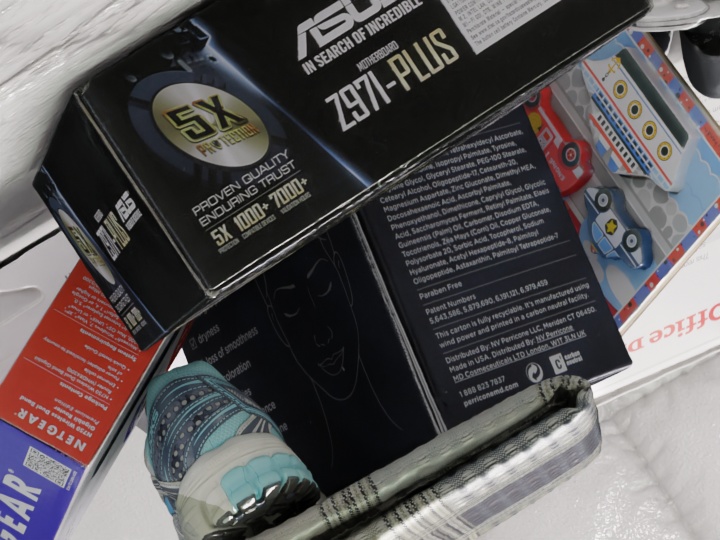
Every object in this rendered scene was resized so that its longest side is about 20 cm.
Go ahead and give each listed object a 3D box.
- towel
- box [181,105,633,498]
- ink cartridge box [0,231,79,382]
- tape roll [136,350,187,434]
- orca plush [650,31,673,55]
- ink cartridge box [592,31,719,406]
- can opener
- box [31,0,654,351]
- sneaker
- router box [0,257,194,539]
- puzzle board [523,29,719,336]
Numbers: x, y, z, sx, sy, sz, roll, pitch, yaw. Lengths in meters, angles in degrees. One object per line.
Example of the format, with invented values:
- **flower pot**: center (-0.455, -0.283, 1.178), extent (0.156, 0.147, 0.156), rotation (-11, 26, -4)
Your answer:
- **towel**: center (0.020, 0.113, 0.990), extent (0.200, 0.035, 0.193), rotation (-32, 167, 1)
- **box**: center (0.000, 0.000, 1.065), extent (0.124, 0.197, 0.200), rotation (-19, 172, -34)
- **ink cartridge box**: center (-0.219, 0.066, 1.214), extent (0.146, 0.086, 0.200), rotation (-34, -178, -32)
- **tape roll**: center (-0.061, 0.025, 1.310), extent (0.200, 0.200, 0.066), rotation (-34, -138, -25)
- **orca plush**: center (0.133, -0.178, 1.171), extent (0.105, 0.071, 0.200), rotation (1, -146, 13)
- **ink cartridge box**: center (0.134, -0.035, 1.205), extent (0.146, 0.200, 0.085), rotation (-22, -146, -19)
- **can opener**: center (0.155, -0.142, 1.059), extent (0.053, 0.067, 0.200), rotation (-6, -154, 9)
- **box**: center (-0.013, -0.066, 0.823), extent (0.200, 0.086, 0.164), rotation (-34, 180, -15)
- **sneaker**: center (-0.058, 0.093, 0.994), extent (0.078, 0.086, 0.200), rotation (-28, 163, -11)
- **router box**: center (-0.119, 0.046, 0.975), extent (0.180, 0.049, 0.200), rotation (-62, -178, -32)
- **puzzle board**: center (0.093, -0.064, 1.068), extent (0.017, 0.200, 0.151), rotation (1, 137, -42)
